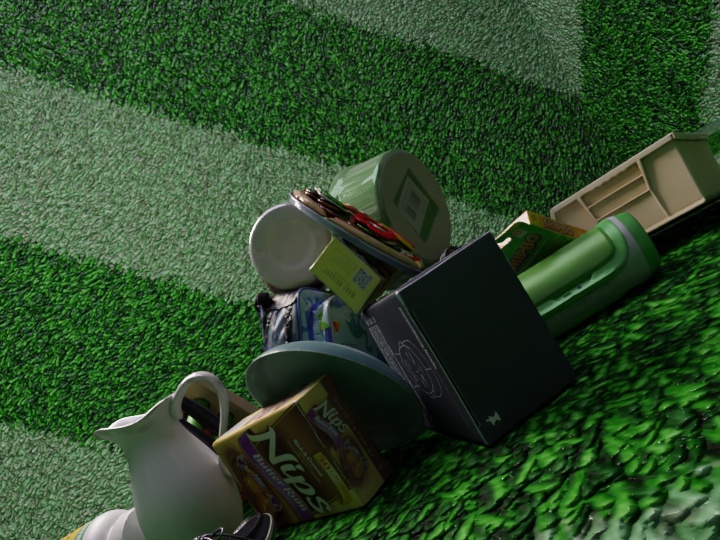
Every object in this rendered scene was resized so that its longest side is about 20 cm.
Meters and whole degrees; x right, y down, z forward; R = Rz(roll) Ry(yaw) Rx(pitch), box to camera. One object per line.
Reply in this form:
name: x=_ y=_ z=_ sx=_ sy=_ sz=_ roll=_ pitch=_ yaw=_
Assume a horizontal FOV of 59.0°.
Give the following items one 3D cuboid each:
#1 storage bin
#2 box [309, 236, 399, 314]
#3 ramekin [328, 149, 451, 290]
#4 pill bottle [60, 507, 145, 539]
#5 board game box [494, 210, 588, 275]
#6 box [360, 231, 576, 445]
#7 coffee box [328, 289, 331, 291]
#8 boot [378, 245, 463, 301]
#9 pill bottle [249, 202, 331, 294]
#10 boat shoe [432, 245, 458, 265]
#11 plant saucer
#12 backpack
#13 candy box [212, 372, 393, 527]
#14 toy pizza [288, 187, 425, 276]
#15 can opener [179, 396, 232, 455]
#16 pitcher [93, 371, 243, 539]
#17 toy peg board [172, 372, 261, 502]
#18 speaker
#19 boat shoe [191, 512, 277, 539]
storage bin: x=0.393 y=-0.097 z=0.895 sx=0.197 sy=0.096 sz=0.198 roll=-34 pitch=-12 yaw=39
box: x=0.000 y=0.000 z=0.778 sx=0.050 sy=0.075 sz=0.200 roll=-50 pitch=-6 yaw=8
ramekin: x=0.052 y=-0.081 z=0.965 sx=0.096 sy=0.204 sz=0.199 roll=-22 pitch=4 yaw=39
pill bottle: x=-0.338 y=0.385 z=0.831 sx=0.198 sy=0.115 sz=0.112 roll=-33 pitch=-3 yaw=23
board game box: x=0.243 y=-0.020 z=0.805 sx=0.195 sy=0.031 sz=0.096 roll=11 pitch=-37 yaw=-28
box: x=0.092 y=0.070 z=0.631 sx=0.106 sy=0.151 sz=0.200 roll=-31 pitch=-3 yaw=-12
coffee box: x=-0.016 y=0.132 z=1.023 sx=0.079 sy=0.203 sz=0.114 roll=-33 pitch=-3 yaw=42
boot: x=0.106 y=0.041 z=1.022 sx=0.165 sy=0.078 sz=0.200 roll=-30 pitch=-7 yaw=1
pill bottle: x=-0.093 y=-0.016 z=0.920 sx=0.113 sy=0.116 sz=0.200 roll=-31 pitch=-8 yaw=-7
boat shoe: x=0.124 y=0.052 z=0.805 sx=0.202 sy=0.072 sz=0.069 roll=-84 pitch=13 yaw=-47
plant saucer: x=-0.026 y=0.131 z=0.674 sx=0.199 sy=0.198 sz=0.028 roll=-35 pitch=29 yaw=45
backpack: x=-0.035 y=0.130 z=0.831 sx=0.144 sy=0.206 sz=0.181 roll=-12 pitch=-15 yaw=40
candy box: x=-0.068 y=0.195 z=0.664 sx=0.056 sy=0.118 sz=0.199 roll=-34 pitch=-1 yaw=-45
toy pizza: x=0.002 y=-0.054 z=0.783 sx=0.032 sy=0.197 sz=0.200 roll=-60 pitch=-7 yaw=8
can opener: x=-0.175 y=0.239 z=0.851 sx=0.079 sy=0.197 sz=0.064 roll=-52 pitch=7 yaw=38
pitcher: x=-0.207 y=0.243 z=0.778 sx=0.169 sy=0.203 sz=0.121 roll=-31 pitch=-3 yaw=6
toy peg board: x=-0.226 y=0.288 z=0.954 sx=0.199 sy=0.198 sz=0.099 roll=-43 pitch=23 yaw=28
speaker: x=0.241 y=0.018 z=0.743 sx=0.197 sy=0.090 sz=0.088 roll=-33 pitch=-3 yaw=10
boat shoe: x=-0.144 y=0.276 z=0.588 sx=0.074 sy=0.063 sz=0.199 roll=-35 pitch=-5 yaw=28
